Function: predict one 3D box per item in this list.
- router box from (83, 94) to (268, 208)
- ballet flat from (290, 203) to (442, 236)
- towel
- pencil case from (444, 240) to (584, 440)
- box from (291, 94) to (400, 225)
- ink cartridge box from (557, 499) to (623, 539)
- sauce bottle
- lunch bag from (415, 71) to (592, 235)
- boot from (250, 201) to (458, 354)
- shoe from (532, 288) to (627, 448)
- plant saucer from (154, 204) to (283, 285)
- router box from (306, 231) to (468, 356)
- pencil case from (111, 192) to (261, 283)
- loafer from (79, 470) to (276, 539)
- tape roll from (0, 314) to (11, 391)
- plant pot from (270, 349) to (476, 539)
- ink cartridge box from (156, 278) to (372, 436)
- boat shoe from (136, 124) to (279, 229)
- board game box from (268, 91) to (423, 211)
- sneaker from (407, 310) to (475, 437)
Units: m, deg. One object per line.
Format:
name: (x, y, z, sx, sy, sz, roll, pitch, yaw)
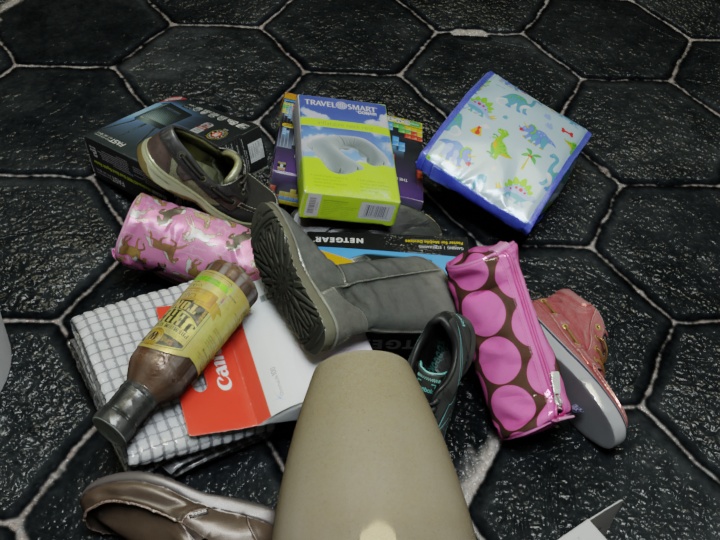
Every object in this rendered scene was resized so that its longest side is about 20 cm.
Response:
router box: (-0.237, -0.152, 1.178, 0.149, 0.063, 0.199, -34, 40, -32)
ballet flat: (0.005, -0.055, 1.155, 0.196, 0.057, 0.068, 6, 88, -7)
towel: (-0.193, 0.116, 0.951, 0.163, 0.086, 0.201, -15, 54, -29)
pencil case: (0.157, 0.069, 0.961, 0.090, 0.094, 0.203, -19, 85, -20)
box: (-0.021, -0.146, 1.144, 0.120, 0.048, 0.202, 5, 48, -13)
ink cartridge box: (0.164, 0.293, 0.790, 0.198, 0.116, 0.068, -25, 53, -26)
sauce bottle: (-0.173, 0.076, 0.873, 0.064, 0.065, 0.201, 23, 54, 17)
lunch bag: (0.180, -0.139, 1.189, 0.169, 0.128, 0.200, 31, 41, 10)
boot: (-0.001, 0.000, 0.964, 0.198, 0.073, 0.184, -13, 69, -39)
shoe: (0.247, 0.099, 1.016, 0.090, 0.072, 0.201, -21, 48, -19)
plant saucer: (-0.185, -0.062, 1.156, 0.197, 0.037, 0.202, 3, 47, -3)
router box: (0.032, 0.027, 1.077, 0.196, 0.052, 0.151, 1, 49, -3)
pencil case: (-0.179, -0.018, 1.053, 0.197, 0.083, 0.088, 21, 63, -4)
loafer: (-0.166, 0.238, 0.842, 0.196, 0.074, 0.072, 9, 46, 4)
tape roll: (-0.471, 0.061, 0.939, 0.199, 0.141, 0.205, 3, 45, -3)
plant pot: (0.008, 0.181, 0.806, 0.184, 0.188, 0.203, 0, 59, -5)
ink cartridge box: (-0.090, 0.076, 0.932, 0.197, 0.057, 0.164, 0, 47, -30)
boat shoe: (-0.161, -0.107, 1.061, 0.199, 0.066, 0.073, 25, 46, -43)
board game box: (-0.017, -0.146, 1.215, 0.196, 0.057, 0.167, 11, 44, -9)
sneaker: (0.056, 0.133, 0.910, 0.074, 0.079, 0.203, 15, 82, 16)
